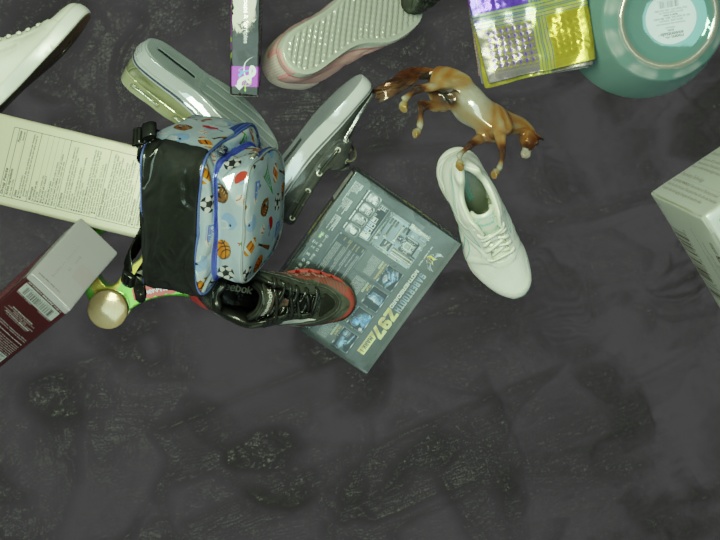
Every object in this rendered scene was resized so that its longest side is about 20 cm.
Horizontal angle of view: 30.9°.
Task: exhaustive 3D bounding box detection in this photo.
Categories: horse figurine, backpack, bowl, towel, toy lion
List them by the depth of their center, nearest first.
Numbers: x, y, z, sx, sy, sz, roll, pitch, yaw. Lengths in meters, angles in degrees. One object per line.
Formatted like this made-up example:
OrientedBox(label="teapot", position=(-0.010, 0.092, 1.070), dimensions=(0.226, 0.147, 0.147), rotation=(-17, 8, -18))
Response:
OrientedBox(label="backpack", position=(-0.161, -0.081, 1.411), dimensions=(0.154, 0.191, 0.200), rotation=(12, 116, 4))
OrientedBox(label="towel", position=(0.186, -0.316, 1.490), dimensions=(0.144, 0.023, 0.200), rotation=(-5, 104, 26))
OrientedBox(label="bowl", position=(0.338, -0.294, 1.497), dimensions=(0.201, 0.105, 0.201), rotation=(-1, 103, -3))
OrientedBox(label="horse figurine", position=(0.116, -0.182, 1.514), dimensions=(0.200, 0.133, 0.050), rotation=(35, 139, 0))
OrientedBox(label="toy lion", position=(-0.237, -0.044, 1.539), dimensions=(0.200, 0.069, 0.192), rotation=(-12, 97, -1))

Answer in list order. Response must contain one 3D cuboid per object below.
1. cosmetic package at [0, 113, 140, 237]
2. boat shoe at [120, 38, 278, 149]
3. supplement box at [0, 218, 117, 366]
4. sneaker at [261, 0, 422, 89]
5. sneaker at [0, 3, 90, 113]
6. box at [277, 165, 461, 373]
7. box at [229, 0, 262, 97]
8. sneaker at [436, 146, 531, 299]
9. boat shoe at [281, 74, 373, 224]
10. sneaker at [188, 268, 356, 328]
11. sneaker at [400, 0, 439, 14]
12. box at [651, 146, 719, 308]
OrientedBox(label="cosmetic package", position=(-0.324, -0.106, 1.482), dimensions=(0.200, 0.071, 0.105), rotation=(15, 91, 4))
OrientedBox(label="boat shoe", position=(-0.185, -0.187, 1.509), dimensions=(0.200, 0.072, 0.062), rotation=(40, 126, -12))
OrientedBox(label="supplement box", position=(-0.370, 0.034, 1.470), dimensions=(0.061, 0.109, 0.200), rotation=(45, 132, -13))
OrientedBox(label="sneaker", position=(-0.029, -0.268, 1.499), dimensions=(0.200, 0.105, 0.075), rotation=(-31, 96, -27))
OrientedBox(label="sneaker", position=(-0.397, -0.246, 1.467), dimensions=(0.200, 0.073, 0.085), rotation=(-41, 95, 1))
OrientedBox(label="box", position=(0.000, 0.000, 1.568), dimensions=(0.158, 0.051, 0.200), rotation=(34, 99, -10))
OrientedBox(label="box", position=(-0.126, -0.299, 1.440), dimensions=(0.036, 0.143, 0.200), rotation=(2, 103, -4))
OrientedBox(label="sneaker", position=(0.149, -0.048, 1.554), dimensions=(0.070, 0.080, 0.200), rotation=(-28, 105, 1))
OrientedBox(label="boat shoe", position=(-0.042, -0.136, 1.525), dimensions=(0.066, 0.070, 0.200), rotation=(36, 99, -19))
OrientedBox(label="sneaker", position=(-0.094, 0.033, 1.486), dimensions=(0.200, 0.098, 0.071), rotation=(9, 100, -18))
OrientedBox(label="sneaker", position=(0.075, -0.389, 1.470), dimensions=(0.091, 0.076, 0.200), rotation=(21, 100, 21))
OrientedBox(label="box", position=(0.482, -0.044, 1.519), dimensions=(0.171, 0.200, 0.199), rotation=(-33, 103, 2))
